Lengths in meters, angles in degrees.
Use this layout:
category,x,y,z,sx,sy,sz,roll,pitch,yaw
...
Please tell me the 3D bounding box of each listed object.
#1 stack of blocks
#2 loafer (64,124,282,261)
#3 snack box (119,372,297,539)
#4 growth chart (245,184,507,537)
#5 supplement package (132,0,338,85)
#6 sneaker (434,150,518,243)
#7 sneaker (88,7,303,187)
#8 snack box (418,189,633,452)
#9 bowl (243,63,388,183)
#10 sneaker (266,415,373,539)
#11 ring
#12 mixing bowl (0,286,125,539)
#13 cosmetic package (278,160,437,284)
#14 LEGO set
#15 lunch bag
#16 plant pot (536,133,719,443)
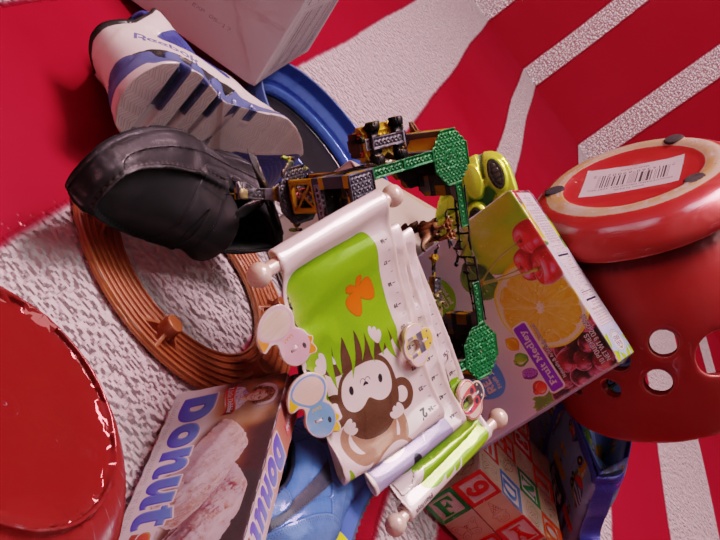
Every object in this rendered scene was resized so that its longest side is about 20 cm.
category,x,y,z,sx,sy,sz,roll,pitch,yaw
stack of blocks,0.107,0.151,0.884,0.115,0.058,0.201,46,22,-22
loafer,-0.105,-0.043,0.650,0.071,0.068,0.200,52,16,15
snack box,-0.080,0.120,0.506,0.200,0.071,0.025,-79,153,-62
growth chart,0.014,0.053,0.602,0.145,0.018,0.201,-43,117,-38
supplement package,-0.093,-0.286,0.930,0.151,0.151,0.200,35,23,-3
sneaker,0.107,-0.008,0.853,0.084,0.073,0.202,-67,150,-57
sneaker,-0.127,-0.132,0.755,0.115,0.080,0.199,53,11,29
snack box,0.076,0.055,0.759,0.143,0.199,0.053,59,24,11
bowl,-0.040,-0.108,0.983,0.201,0.039,0.201,45,23,-25
sneaker,-0.032,0.112,0.619,0.079,0.066,0.200,61,21,-13
ring,-0.111,-0.002,0.699,0.200,0.019,0.201,45,22,-24
mixing bowl,-0.157,0.073,0.363,0.200,0.108,0.201,45,24,-26
cosmetic package,0.021,-0.009,0.879,0.200,0.103,0.074,25,34,-55
LEGO set,0.000,0.000,0.685,0.153,0.115,0.202,-31,112,-41
lunch bag,0.199,0.174,0.923,0.093,0.152,0.201,9,38,-2
plant pot,0.233,0.008,0.813,0.201,0.199,0.184,-77,148,-63
